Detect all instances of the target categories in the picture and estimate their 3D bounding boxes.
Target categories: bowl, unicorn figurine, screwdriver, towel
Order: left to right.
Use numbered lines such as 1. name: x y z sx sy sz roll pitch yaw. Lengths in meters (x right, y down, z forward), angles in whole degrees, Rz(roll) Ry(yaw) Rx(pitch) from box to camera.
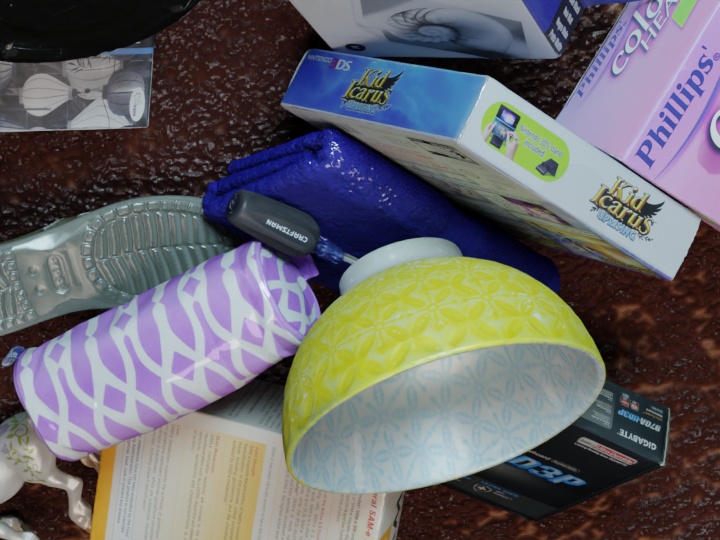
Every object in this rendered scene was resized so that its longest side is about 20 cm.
1. unicorn figurine: -0.263 0.156 1.569 0.200 0.074 0.137 -43 123 7
2. screwdriver: 0.000 0.000 1.390 0.200 0.029 0.028 30 151 -27
3. towel: 0.014 -0.026 1.421 0.200 0.050 0.147 30 150 -30
4. bowl: 0.038 0.046 1.345 0.199 0.108 0.200 -14 155 -7

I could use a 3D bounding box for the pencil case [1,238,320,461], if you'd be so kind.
1. pencil case: -0.122 0.050 1.398 0.200 0.085 0.084 -24 96 17

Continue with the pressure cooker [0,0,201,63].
1. pressure cooker: -0.168 -0.234 1.176 0.175 0.201 0.179 -7 157 -19

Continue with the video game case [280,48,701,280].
1. video game case: 0.075 -0.066 1.327 0.181 0.200 0.046 31 83 -32

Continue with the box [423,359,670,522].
1. box: 0.087 0.102 1.525 0.200 0.046 0.159 24 148 -23

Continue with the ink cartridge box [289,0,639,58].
1. ink cartridge box: 0.049 -0.171 1.242 0.199 0.041 0.200 0 164 21

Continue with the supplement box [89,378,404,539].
1. supplement box: -0.072 0.144 1.491 0.199 0.074 0.126 15 114 10

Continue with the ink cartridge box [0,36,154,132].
1. ink cartridge box: -0.220 -0.132 1.304 0.199 0.039 0.100 -4 115 -20

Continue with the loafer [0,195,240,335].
1. loafer: -0.178 -0.009 1.445 0.199 0.070 0.075 -10 102 -10

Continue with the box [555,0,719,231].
1. box: 0.252 -0.105 1.331 0.200 0.097 0.176 30 94 -25
